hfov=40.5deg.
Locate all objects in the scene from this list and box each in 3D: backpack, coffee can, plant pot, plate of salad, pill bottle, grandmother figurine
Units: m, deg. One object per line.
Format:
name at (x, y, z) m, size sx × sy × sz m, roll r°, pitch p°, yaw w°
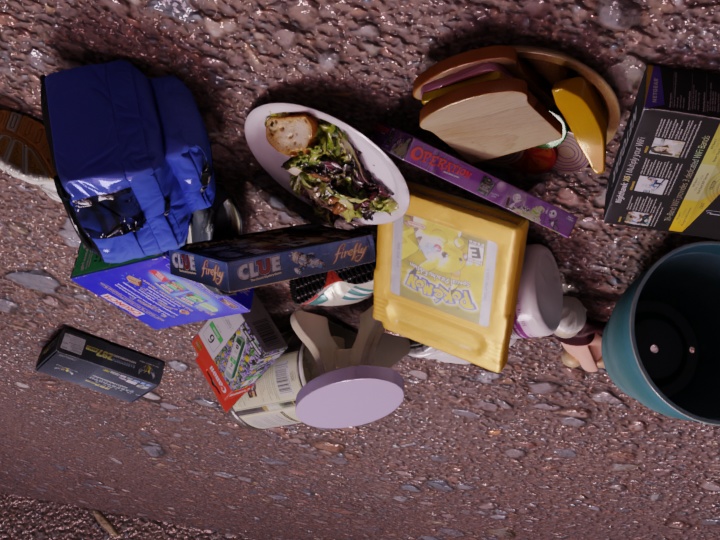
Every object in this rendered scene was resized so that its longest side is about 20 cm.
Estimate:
backpack at (-0.241, -0.102, 1.051) m, size 0.167 × 0.163 × 0.200 m, roll -7°, pitch 152°, yaw -7°
coffee can at (-0.102, 0.167, 1.525) m, size 0.199 × 0.147 × 0.146 m, roll -16°, pitch 142°, yaw 42°
plant pot at (0.375, 0.084, 1.145) m, size 0.199 × 0.201 × 0.188 m, roll 14°, pitch 167°, yaw -4°
plate of salad at (-0.041, -0.104, 1.053) m, size 0.199 × 0.048 × 0.200 m, roll 22°, pitch 155°, yaw 11°
pill bottle at (0.139, 0.033, 1.207) m, size 0.199 × 0.113 × 0.112 m, roll -8°, pitch 147°, yaw 29°
grandmother figurine at (0.286, 0.084, 1.285) m, size 0.121 × 0.061 × 0.200 m, roll -11°, pitch 157°, yaw 22°

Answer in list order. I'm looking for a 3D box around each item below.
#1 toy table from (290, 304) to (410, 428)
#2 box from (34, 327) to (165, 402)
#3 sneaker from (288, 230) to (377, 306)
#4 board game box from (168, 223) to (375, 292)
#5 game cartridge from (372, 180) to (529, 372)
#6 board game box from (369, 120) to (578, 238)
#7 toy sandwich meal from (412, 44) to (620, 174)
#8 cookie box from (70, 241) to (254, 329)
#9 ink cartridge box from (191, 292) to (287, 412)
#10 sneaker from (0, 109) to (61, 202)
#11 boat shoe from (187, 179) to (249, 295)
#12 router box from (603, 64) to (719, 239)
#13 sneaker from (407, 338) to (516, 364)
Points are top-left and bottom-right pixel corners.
toy table at (-0.016, 0.131, 1.341) m, size 0.183 × 0.118 × 0.200 m, roll 23°, pitch 146°, yaw -34°
box at (-0.482, 0.178, 1.803) m, size 0.199 × 0.051 × 0.157 m, roll 24°, pitch 152°, yaw -24°
sneaker at (0.000, 0.000, 1.275) m, size 0.199 × 0.071 × 0.093 m, roll -22°, pitch 160°, yaw 41°
board game box at (-0.101, -0.019, 1.130) m, size 0.199 × 0.035 × 0.135 m, roll -12°, pitch -165°, yaw -37°
game cartridge at (0.096, 0.006, 1.117) m, size 0.175 × 0.032 × 0.201 m, roll 20°, pitch 126°, yaw 24°
board game box at (0.113, -0.095, 0.999) m, size 0.199 × 0.032 × 0.120 m, roll 23°, pitch -167°, yaw -22°
toy sandwich meal at (0.148, -0.138, 0.926) m, size 0.204 × 0.071 × 0.205 m, roll 9°, pitch 153°, yaw 5°
cookie box at (-0.272, 0.004, 1.358) m, size 0.199 × 0.076 × 0.171 m, roll -11°, pitch 146°, yaw 36°
ink cartridge box at (-0.198, 0.128, 1.467) m, size 0.050 × 0.109 × 0.200 m, roll -15°, pitch 155°, yaw -47°
sneaker at (-0.374, -0.118, 1.166) m, size 0.199 × 0.076 × 0.088 m, roll 26°, pitch 152°, yaw -23°
boat shoe at (-0.171, -0.033, 1.217) m, size 0.062 × 0.075 × 0.201 m, roll 33°, pitch 143°, yaw 28°
router box at (0.330, -0.105, 0.936) m, size 0.156 × 0.053 × 0.200 m, roll 9°, pitch 153°, yaw 6°
sneaker at (0.157, 0.092, 1.375) m, size 0.099 × 0.078 × 0.199 m, roll 23°, pitch 161°, yaw -34°
